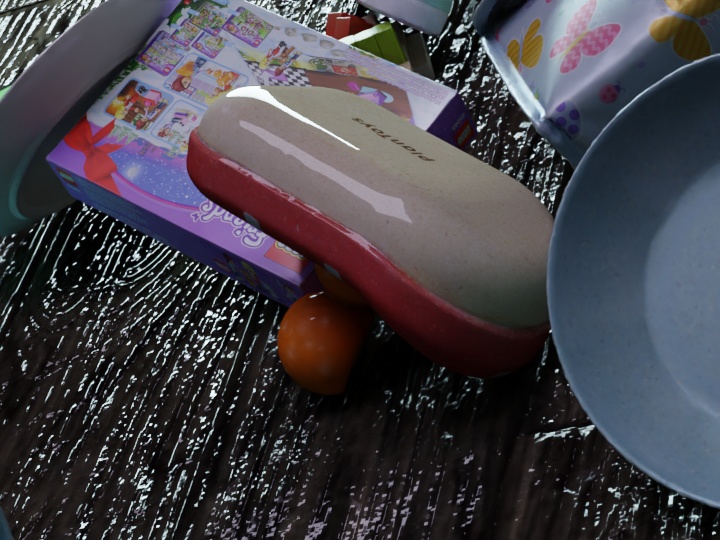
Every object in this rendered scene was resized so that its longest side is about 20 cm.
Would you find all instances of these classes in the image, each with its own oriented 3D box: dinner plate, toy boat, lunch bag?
[{"bbox_3d":[-0.155,-0.086,1.630,0.024,0.200,0.200,42,61,12],"label":"dinner plate"},{"bbox_3d":[0.000,0.000,1.383,0.200,0.131,0.130,31,20,33],"label":"toy boat"},{"bbox_3d":[0.151,-0.132,1.438,0.170,0.127,0.200,-41,25,11],"label":"lunch bag"}]

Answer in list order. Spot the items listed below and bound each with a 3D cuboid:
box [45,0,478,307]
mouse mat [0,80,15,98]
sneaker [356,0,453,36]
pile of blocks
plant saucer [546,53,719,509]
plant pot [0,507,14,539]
[{"bbox_3d":[-0.055,-0.067,1.531,0.200,0.039,0.137,27,69,37],"label":"box"},{"bbox_3d":[-0.241,-0.072,1.798,0.161,0.008,0.200,-29,22,-5],"label":"mouse mat"},{"bbox_3d":[0.025,-0.215,1.713,0.118,0.074,0.200,-65,26,6],"label":"sneaker"},{"bbox_3d":[-0.014,-0.096,1.613,0.082,0.062,0.200,-9,32,28],"label":"pile of blocks"},{"bbox_3d":[0.180,0.006,1.207,0.201,0.201,0.039,-19,-15,10],"label":"plant saucer"},{"bbox_3d":[-0.272,0.155,1.253,0.161,0.201,0.201,-9,29,51],"label":"plant pot"}]
